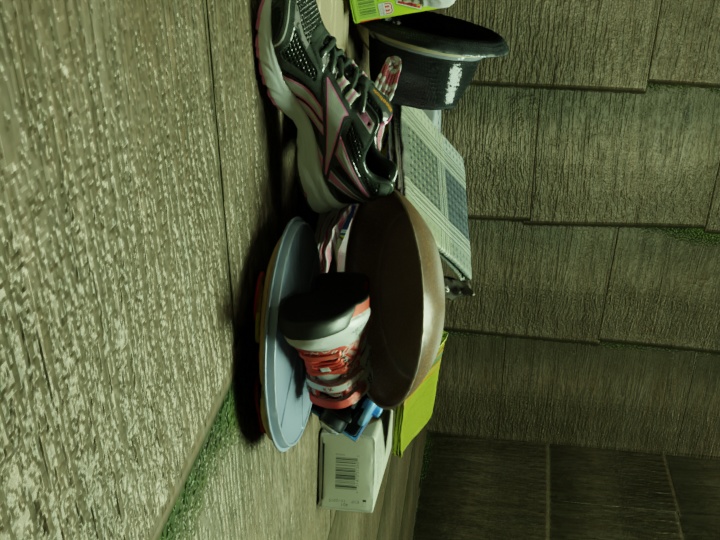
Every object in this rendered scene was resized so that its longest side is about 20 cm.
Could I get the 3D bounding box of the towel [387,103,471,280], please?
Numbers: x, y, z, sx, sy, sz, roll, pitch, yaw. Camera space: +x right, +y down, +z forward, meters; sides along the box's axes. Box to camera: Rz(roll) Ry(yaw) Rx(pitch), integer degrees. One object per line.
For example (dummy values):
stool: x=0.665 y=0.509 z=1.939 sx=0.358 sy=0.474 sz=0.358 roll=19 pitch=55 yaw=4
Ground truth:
towel: x=0.084 y=-0.106 z=1.081 sx=0.200 sy=0.034 sz=0.195 roll=39 pitch=43 yaw=-51

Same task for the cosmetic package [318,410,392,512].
cosmetic package: x=-0.002 y=0.227 z=1.154 sx=0.200 sy=0.070 sz=0.107 roll=-51 pitch=143 yaw=-76

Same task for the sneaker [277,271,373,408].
sneaker: x=-0.022 y=0.069 z=0.724 sx=0.201 sy=0.066 sz=0.110 roll=-56 pitch=145 yaw=-80

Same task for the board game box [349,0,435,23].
board game box: x=0.023 y=-0.349 z=0.835 sx=0.048 sy=0.100 sz=0.202 roll=-86 pitch=166 yaw=-49

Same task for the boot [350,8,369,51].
boot: x=0.025 y=-0.312 z=1.130 sx=0.202 sy=0.070 sz=0.144 roll=56 pitch=1 yaw=-30

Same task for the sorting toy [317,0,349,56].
sorting toy: x=-0.038 y=-0.213 z=0.842 sx=0.185 sy=0.036 sz=0.203 roll=-56 pitch=144 yaw=-75

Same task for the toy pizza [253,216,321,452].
toy pizza: x=-0.066 y=0.054 z=0.756 sx=0.200 sy=0.031 sz=0.203 roll=3 pitch=90 yaw=-82

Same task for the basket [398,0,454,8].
basket: x=-0.009 y=-0.302 z=0.537 sx=0.199 sy=0.158 sz=0.203 roll=72 pitch=22 yaw=-69

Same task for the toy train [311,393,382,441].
toy train: x=0.017 y=0.094 z=0.970 sx=0.201 sy=0.086 sz=0.114 roll=-58 pitch=172 yaw=-10

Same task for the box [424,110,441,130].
box: x=0.068 y=-0.181 z=1.354 sx=0.185 sy=0.103 sz=0.202 roll=85 pitch=11 yaw=-52

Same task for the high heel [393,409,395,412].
high heel: x=0.031 y=0.099 z=1.159 sx=0.096 sy=0.067 sz=0.202 roll=-128 pitch=-162 yaw=-64

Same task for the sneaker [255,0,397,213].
sneaker: x=-0.017 y=-0.142 z=0.706 sx=0.081 sy=0.085 sz=0.202 roll=-67 pitch=147 yaw=-44

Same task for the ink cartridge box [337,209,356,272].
ink cartridge box: x=0.000 y=0.000 z=1.009 sx=0.201 sy=0.039 sz=0.100 roll=100 pitch=10 yaw=-59

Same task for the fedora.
fedora: x=0.069 y=-0.236 z=0.982 sx=0.201 sy=0.198 sz=0.093 roll=-69 pitch=170 yaw=-65

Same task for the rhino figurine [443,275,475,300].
rhino figurine: x=0.067 y=0.013 z=1.152 sx=0.087 sy=0.198 sz=0.061 roll=-4 pitch=105 yaw=-51

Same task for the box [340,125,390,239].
box: x=0.014 y=-0.137 z=1.123 sx=0.070 sy=0.063 sz=0.203 roll=37 pitch=57 yaw=-80

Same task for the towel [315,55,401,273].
towel: x=-0.001 y=-0.108 z=0.912 sx=0.147 sy=0.030 sz=0.202 roll=108 pitch=5 yaw=-58

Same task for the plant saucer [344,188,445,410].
plant saucer: x=0.032 y=0.023 z=0.786 sx=0.200 sy=0.036 sz=0.204 roll=178 pitch=-90 yaw=-71

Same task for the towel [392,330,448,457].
towel: x=0.075 y=0.161 z=1.100 sx=0.086 sy=0.018 sz=0.201 roll=-42 pitch=153 yaw=-29
